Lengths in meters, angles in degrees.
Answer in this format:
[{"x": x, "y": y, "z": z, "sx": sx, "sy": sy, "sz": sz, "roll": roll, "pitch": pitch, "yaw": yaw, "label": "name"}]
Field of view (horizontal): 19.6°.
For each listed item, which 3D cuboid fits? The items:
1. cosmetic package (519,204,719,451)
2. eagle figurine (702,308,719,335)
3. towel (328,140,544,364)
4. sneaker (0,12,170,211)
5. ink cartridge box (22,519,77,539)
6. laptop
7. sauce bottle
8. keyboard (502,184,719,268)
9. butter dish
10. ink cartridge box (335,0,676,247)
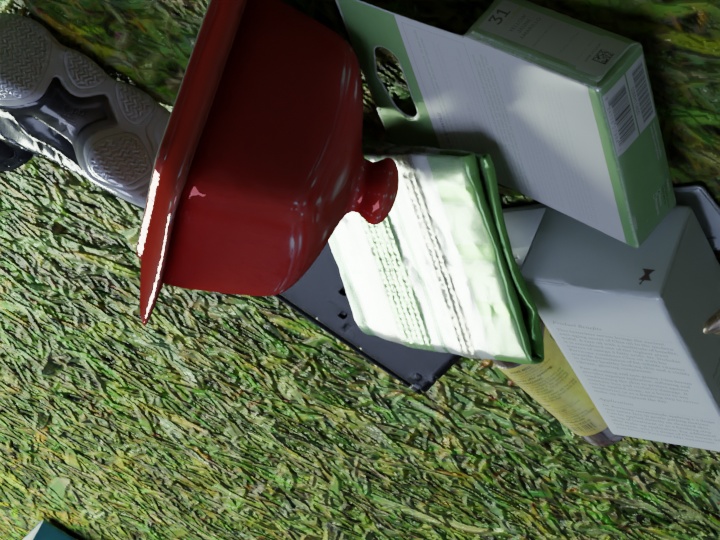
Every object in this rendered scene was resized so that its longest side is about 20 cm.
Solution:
[{"x": 0.189, "y": 0.037, "z": 1.364, "sx": 0.101, "sy": 0.071, "sz": 0.200, "roll": 8, "pitch": 151, "yaw": 31, "label": "cosmetic package"}, {"x": 0.308, "y": 0.025, "z": 1.236, "sx": 0.200, "sy": 0.151, "sz": 0.152, "roll": 7, "pitch": -156, "yaw": -23, "label": "eagle figurine"}, {"x": 0.041, "y": -0.016, "z": 1.363, "sx": 0.200, "sy": 0.031, "sz": 0.149, "roll": 8, "pitch": 122, "yaw": 56, "label": "towel"}, {"x": -0.208, "y": -0.097, "z": 1.503, "sx": 0.200, "sy": 0.076, "sz": 0.114, "roll": 38, "pitch": 151, "yaw": -7, "label": "sneaker"}, {"x": -0.306, "y": 0.378, "z": 2.341, "sx": 0.200, "sy": 0.084, "sz": 0.145, "roll": 32, "pitch": 152, "yaw": -8, "label": "ink cartridge box"}, {"x": 0.000, "y": 0.000, "z": 1.546, "sx": 0.177, "sy": 0.103, "sz": 0.200, "roll": 34, "pitch": 125, "yaw": -12, "label": "laptop"}, {"x": 0.119, "y": 0.047, "z": 1.453, "sx": 0.200, "sy": 0.065, "sz": 0.065, "roll": 40, "pitch": 149, "yaw": -30, "label": "sauce bottle"}, {"x": 0.156, "y": -0.028, "z": 1.370, "sx": 0.200, "sy": 0.011, "sz": 0.056, "roll": -6, "pitch": 132, "yaw": 45, "label": "keyboard"}, {"x": -0.048, "y": -0.067, "z": 1.301, "sx": 0.148, "sy": 0.200, "sz": 0.199, "roll": 17, "pitch": 152, "yaw": -4, "label": "butter dish"}, {"x": 0.088, "y": -0.105, "z": 1.263, "sx": 0.200, "sy": 0.048, "sz": 0.146, "roll": 27, "pitch": 155, "yaw": 34, "label": "ink cartridge box"}]
